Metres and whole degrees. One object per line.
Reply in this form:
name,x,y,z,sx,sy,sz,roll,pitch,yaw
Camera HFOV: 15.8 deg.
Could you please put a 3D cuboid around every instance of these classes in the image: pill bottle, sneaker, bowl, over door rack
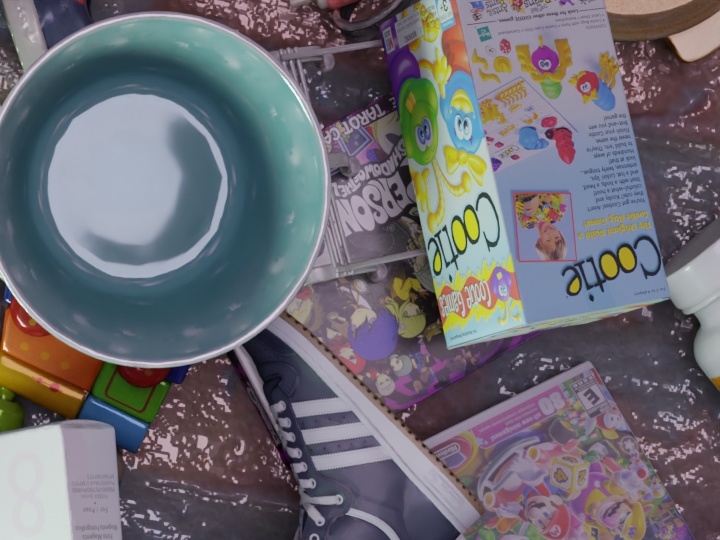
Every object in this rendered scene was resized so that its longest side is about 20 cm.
pill bottle,0.282,0.056,1.646,0.111,0.111,0.200,-41,94,-11
sneaker,-0.030,0.112,1.570,0.200,0.070,0.109,45,88,-1
sneaker,-0.156,-0.098,1.593,0.084,0.075,0.201,-17,89,-7
bowl,-0.125,-0.048,1.508,0.199,0.105,0.202,-1,94,-14
over door rack,0.028,-0.074,1.601,0.199,0.067,0.149,-13,87,-25

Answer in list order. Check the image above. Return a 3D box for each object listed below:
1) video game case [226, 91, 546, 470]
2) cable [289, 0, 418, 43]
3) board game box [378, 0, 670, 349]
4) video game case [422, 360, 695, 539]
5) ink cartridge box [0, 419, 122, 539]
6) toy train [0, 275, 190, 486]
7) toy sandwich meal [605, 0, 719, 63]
video game case,0.000,0.000,1.636,0.199,0.036,0.182,-28,92,-11
cable,0.044,-0.206,1.620,0.199,0.050,0.098,-15,66,15
board game box,0.095,-0.066,1.535,0.104,0.103,0.201,-9,84,-26
video game case,0.134,0.171,1.619,0.143,0.018,0.201,-24,75,-22
ink cartridge box,-0.201,0.196,1.515,0.057,0.162,0.201,9,74,-44
toy train,-0.211,0.052,1.579,0.199,0.085,0.116,26,98,-4
toy sandwich meal,0.179,-0.234,1.674,0.204,0.070,0.207,0,87,1
